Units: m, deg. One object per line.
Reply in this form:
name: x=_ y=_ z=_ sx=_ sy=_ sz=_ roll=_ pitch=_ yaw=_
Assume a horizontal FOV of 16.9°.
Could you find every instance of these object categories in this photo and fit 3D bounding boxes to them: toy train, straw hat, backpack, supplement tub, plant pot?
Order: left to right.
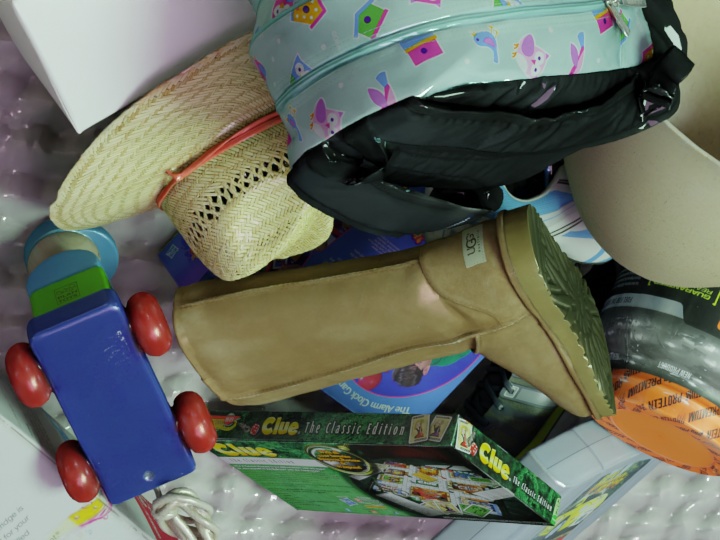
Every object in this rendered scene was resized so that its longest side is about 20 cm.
toy train: x=-0.127 y=0.072 z=1.311 sx=0.084 sy=0.116 sz=0.201 roll=-22 pitch=127 yaw=-1
straw hat: x=-0.056 y=-0.043 z=1.232 sx=0.200 sy=0.085 sz=0.201 roll=-30 pitch=169 yaw=-7
backpack: x=0.037 y=-0.098 z=1.136 sx=0.199 sy=0.127 sz=0.167 roll=-5 pitch=157 yaw=-47
plant pot: x=0.184 y=-0.069 z=1.289 sx=0.199 sy=0.201 sz=0.135 roll=1 pitch=142 yaw=-29
supplement tub: x=0.213 y=0.009 z=1.410 sx=0.122 sy=0.122 sz=0.201 roll=42 pitch=69 yaw=-41

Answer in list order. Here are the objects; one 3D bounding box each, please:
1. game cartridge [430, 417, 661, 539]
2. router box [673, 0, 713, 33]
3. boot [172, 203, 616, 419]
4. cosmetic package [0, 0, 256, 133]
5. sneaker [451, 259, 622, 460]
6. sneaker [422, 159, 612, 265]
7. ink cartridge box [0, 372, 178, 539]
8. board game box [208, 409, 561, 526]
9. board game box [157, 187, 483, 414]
game cartridge: x=0.118 y=0.138 z=1.474 sx=0.133 sy=0.041 sz=0.200 roll=-49 pitch=163 yaw=21
router box: x=0.116 y=-0.197 z=1.307 sx=0.157 sy=0.052 sz=0.201 roll=-30 pitch=131 yaw=-7
boot: x=0.024 y=0.039 z=1.310 sx=0.199 sy=0.066 sz=0.175 roll=-15 pitch=137 yaw=18
cosmetic package: x=-0.084 y=-0.166 z=1.181 sx=0.199 sy=0.108 sz=0.085 roll=-31 pitch=126 yaw=-6
sneaker: x=0.102 y=0.059 z=1.473 sx=0.200 sy=0.074 sz=0.081 roll=-38 pitch=122 yaw=-8
sneaker: x=0.107 y=-0.045 z=1.363 sx=0.199 sy=0.072 sz=0.073 roll=-8 pitch=128 yaw=-55
ink cartridge box: x=-0.208 y=0.151 z=1.344 sx=0.147 sy=0.086 sz=0.200 roll=-40 pitch=130 yaw=2
board game box: x=0.007 y=0.111 z=1.378 sx=0.105 sy=0.199 sz=0.024 roll=37 pitch=63 yaw=-42
board game box: x=0.000 y=0.000 z=1.383 sx=0.135 sy=0.045 sz=0.200 roll=-46 pitch=131 yaw=7
